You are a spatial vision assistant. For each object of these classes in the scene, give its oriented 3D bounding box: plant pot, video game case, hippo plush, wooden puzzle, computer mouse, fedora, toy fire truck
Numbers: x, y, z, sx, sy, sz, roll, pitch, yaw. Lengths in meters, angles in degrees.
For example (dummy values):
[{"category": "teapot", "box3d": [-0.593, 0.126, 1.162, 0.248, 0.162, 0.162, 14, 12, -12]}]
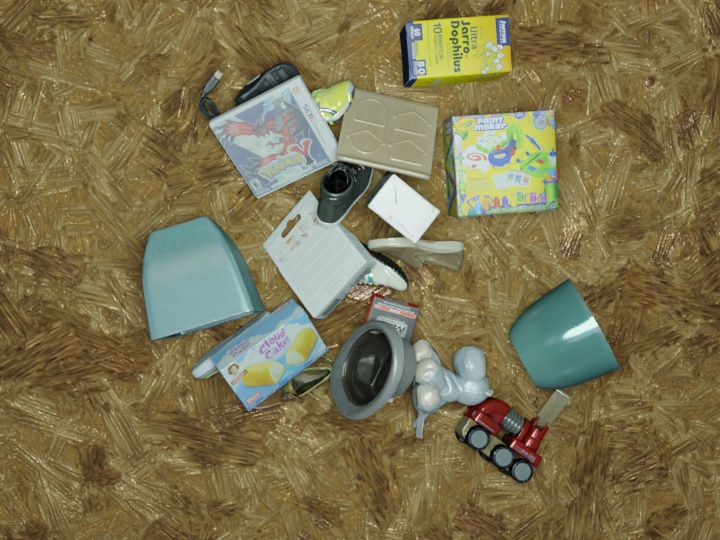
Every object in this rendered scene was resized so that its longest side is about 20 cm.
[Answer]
[{"category": "plant pot", "box3d": [0.392, 0.142, 1.536, 0.160, 0.201, 0.201, -29, 97, 11]}, {"category": "video game case", "box3d": [-0.160, -0.252, 1.485, 0.199, 0.023, 0.183, -23, 121, 15]}, {"category": "hippo plush", "box3d": [0.185, 0.232, 1.543, 0.160, 0.159, 0.202, -5, 95, -2]}, {"category": "plant pot", "box3d": [-0.312, 0.009, 1.483, 0.195, 0.196, 0.201, -16, 87, -1]}, {"category": "wooden puzzle", "box3d": [0.053, -0.262, 1.506, 0.184, 0.046, 0.201, 12, 56, -5]}, {"category": "computer mouse", "box3d": [-0.222, -0.352, 1.507, 0.200, 0.046, 0.140, -43, 122, 9]}, {"category": "fedora", "box3d": [0.037, 0.194, 1.490, 0.090, 0.177, 0.201, 16, 118, -37]}, {"category": "toy fire truck", "box3d": [0.321, 0.310, 1.586, 0.176, 0.129, 0.200, 37, 81, -6]}]

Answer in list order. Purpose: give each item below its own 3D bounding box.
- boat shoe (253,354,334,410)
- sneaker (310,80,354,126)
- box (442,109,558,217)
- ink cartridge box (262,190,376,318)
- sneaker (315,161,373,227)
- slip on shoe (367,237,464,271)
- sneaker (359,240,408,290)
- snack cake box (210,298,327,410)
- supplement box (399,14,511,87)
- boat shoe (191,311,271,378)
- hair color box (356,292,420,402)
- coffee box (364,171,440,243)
[{"category": "boat shoe", "box3d": [-0.146, 0.228, 1.568, 0.199, 0.068, 0.072, -28, 98, 1]}, {"category": "sneaker", "box3d": [-0.102, -0.312, 1.497, 0.199, 0.076, 0.077, -32, 129, 5]}, {"category": "box", "box3d": [0.274, -0.209, 1.524, 0.198, 0.122, 0.194, -4, 96, -2]}, {"category": "ink cartridge box", "box3d": [-0.085, -0.031, 1.523, 0.160, 0.047, 0.200, -47, 65, 19]}, {"category": "sneaker", "box3d": [-0.021, -0.182, 1.482, 0.070, 0.099, 0.201, 26, 58, 6]}, {"category": "slip on shoe", "box3d": [0.112, -0.033, 1.552, 0.199, 0.076, 0.061, 3, 90, -16]}, {"category": "sneaker", "box3d": [0.000, 0.000, 1.561, 0.199, 0.070, 0.094, 31, 104, -4]}, {"category": "snack cake box", "box3d": [-0.178, 0.164, 1.521, 0.200, 0.067, 0.115, -36, 123, -12]}, {"category": "supplement box", "box3d": [0.183, -0.425, 1.504, 0.198, 0.110, 0.110, -6, 96, -3]}, {"category": "boat shoe", "box3d": [-0.247, 0.163, 1.556, 0.199, 0.072, 0.062, -36, 103, -1]}, {"category": "hair color box", "box3d": [0.045, 0.157, 1.576, 0.101, 0.061, 0.201, 15, 95, -6]}, {"category": "coffee box", "box3d": [0.076, -0.125, 1.481, 0.113, 0.200, 0.080, 38, 96, -7]}]
